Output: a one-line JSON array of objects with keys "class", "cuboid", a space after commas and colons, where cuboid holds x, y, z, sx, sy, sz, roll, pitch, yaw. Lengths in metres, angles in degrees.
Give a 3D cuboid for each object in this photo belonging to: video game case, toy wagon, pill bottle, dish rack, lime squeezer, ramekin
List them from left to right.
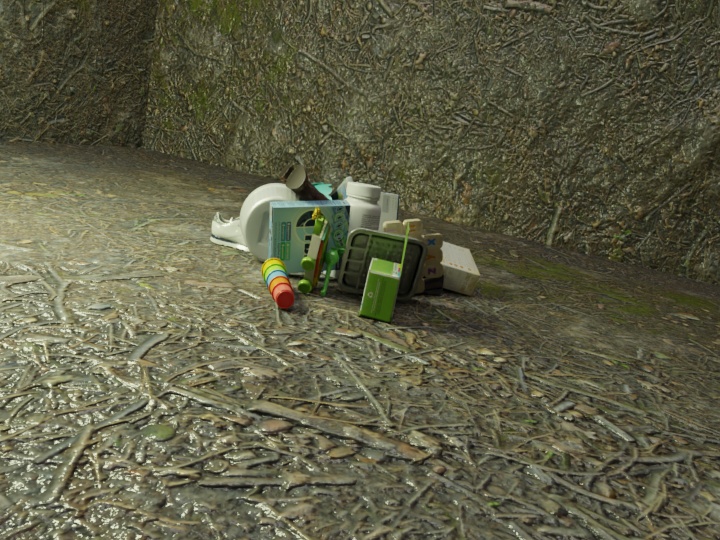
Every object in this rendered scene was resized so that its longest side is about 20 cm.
[{"class": "ramekin", "cuboid": [-0.220, -0.116, 1.679, 0.194, 0.207, 0.098, 9, 18, -12]}, {"class": "toy wagon", "cuboid": [-0.101, -0.052, 1.469, 0.038, 0.204, 0.157, 14, 42, 1]}, {"class": "lime squeezer", "cuboid": [-0.054, -0.025, 1.529, 0.037, 0.072, 0.201, -12, 25, 28]}, {"class": "video game case", "cuboid": [-0.039, -0.162, 1.935, 0.021, 0.188, 0.200, -13, -7, -20]}, {"class": "pill bottle", "cuboid": [-0.004, -0.128, 1.725, 0.110, 0.207, 0.114, 9, 10, -2]}, {"class": "dish rack", "cuboid": [0.050, -0.019, 1.536, 0.193, 0.176, 0.044, 10, 29, -9]}]

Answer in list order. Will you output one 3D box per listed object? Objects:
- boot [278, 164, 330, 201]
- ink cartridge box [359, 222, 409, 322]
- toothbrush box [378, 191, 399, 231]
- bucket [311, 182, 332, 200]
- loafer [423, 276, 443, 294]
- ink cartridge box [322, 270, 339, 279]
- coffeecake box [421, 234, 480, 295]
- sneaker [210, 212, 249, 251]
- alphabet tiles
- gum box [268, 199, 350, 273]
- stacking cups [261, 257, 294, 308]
[{"class": "boot", "cuboid": [-0.106, -0.181, 1.626, 0.199, 0.064, 0.186, 42, 2, -26]}, {"class": "ink cartridge box", "cuboid": [0.056, -0.008, 1.422, 0.073, 0.207, 0.148, 11, 11, 2]}, {"class": "toothbrush box", "cuboid": [0.051, -0.134, 1.959, 0.083, 0.151, 0.200, 9, -17, -11]}, {"class": "bucket", "cuboid": [-0.155, -0.161, 1.940, 0.130, 0.214, 0.207, 2, 13, -6]}, {"class": "loafer", "cuboid": [0.146, 0.026, 1.695, 0.196, 0.065, 0.071, 1, 17, -41]}, {"class": "ink cartridge box", "cuboid": [0.000, 0.000, 1.730, 0.196, 0.045, 0.194, 21, 16, 32]}, {"class": "coffeecake box", "cuboid": [0.225, -0.021, 1.828, 0.194, 0.075, 0.155, 16, 28, -13]}, {"class": "sneaker", "cuboid": [-0.320, -0.101, 1.786, 0.194, 0.083, 0.076, 13, 10, -4]}, {"class": "alphabet tiles", "cuboid": [0.107, -0.031, 1.565, 0.189, 0.205, 0.015, -5, 32, 0]}, {"class": "gum box", "cuboid": [-0.127, -0.083, 1.579, 0.194, 0.175, 0.045, -4, 26, -19]}, {"class": "stacking cups", "cuboid": [-0.175, 0.034, 1.388, 0.059, 0.062, 0.200, 7, 18, -18]}]
